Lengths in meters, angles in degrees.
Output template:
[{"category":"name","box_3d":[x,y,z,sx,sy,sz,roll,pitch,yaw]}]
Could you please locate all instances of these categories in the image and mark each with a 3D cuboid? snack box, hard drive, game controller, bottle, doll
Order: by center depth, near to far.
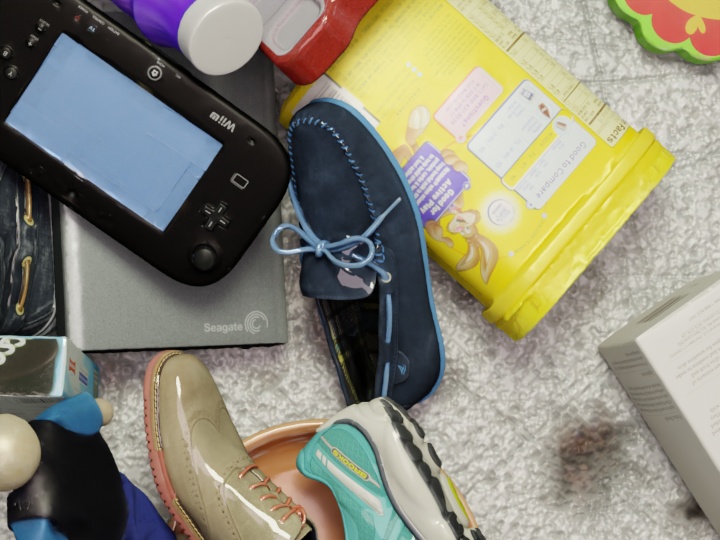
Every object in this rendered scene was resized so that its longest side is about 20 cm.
[{"category":"doll","box_3d":[-0.151,0.137,1.124,0.048,0.200,0.137,-6,56,21]},{"category":"game controller","box_3d":[-0.138,-0.079,1.174,0.200,0.042,0.104,35,113,-7]},{"category":"snack box","box_3d":[-0.256,0.061,1.181,0.199,0.116,0.037,1,79,2]},{"category":"bottle","box_3d":[-0.123,-0.181,1.194,0.065,0.083,0.200,-52,49,11]},{"category":"hard drive","box_3d":[-0.116,-0.052,1.240,0.139,0.033,0.201,-1,86,-25]}]

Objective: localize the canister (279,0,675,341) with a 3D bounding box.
[{"category":"canister","box_3d":[0.068,-0.079,1.254,0.200,0.087,0.149,42,83,0]}]

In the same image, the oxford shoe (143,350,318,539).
[{"category":"oxford shoe","box_3d":[-0.061,0.134,1.183,0.075,0.070,0.201,-19,97,32]}]

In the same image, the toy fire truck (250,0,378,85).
[{"category":"toy fire truck","box_3d":[-0.029,-0.210,1.212,0.168,0.200,0.112,-47,131,2]}]

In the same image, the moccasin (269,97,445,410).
[{"category":"moccasin","box_3d":[0.000,0.000,1.208,0.068,0.080,0.201,-37,115,-38]}]

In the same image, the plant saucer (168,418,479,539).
[{"category":"plant saucer","box_3d":[-0.023,0.190,1.247,0.199,0.037,0.202,0,85,-5]}]

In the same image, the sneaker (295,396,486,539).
[{"category":"sneaker","box_3d":[0.033,0.172,1.210,0.079,0.077,0.201,-30,86,14]}]

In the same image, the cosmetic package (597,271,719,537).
[{"category":"cosmetic package","box_3d":[0.237,0.106,1.244,0.085,0.108,0.201,-34,91,-8]}]

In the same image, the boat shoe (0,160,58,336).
[{"category":"boat shoe","box_3d":[-0.222,-0.057,1.210,0.070,0.091,0.202,-12,87,22]}]

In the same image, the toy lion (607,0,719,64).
[{"category":"toy lion","box_3d":[0.205,-0.234,1.296,0.199,0.069,0.193,24,91,-3]}]
